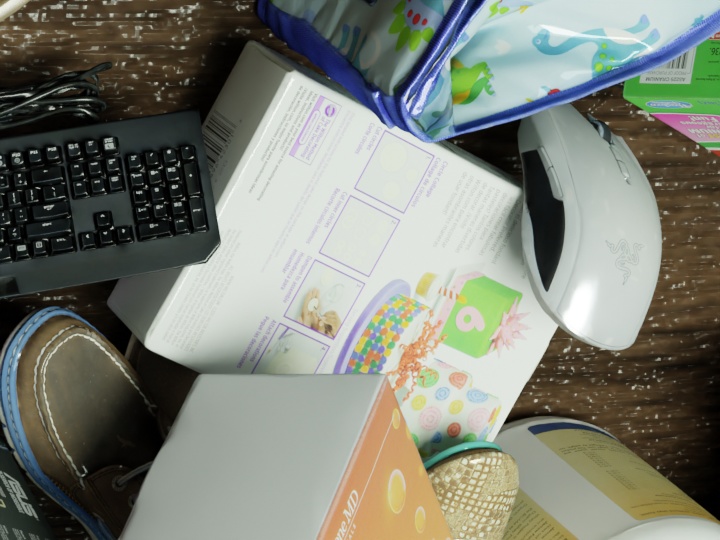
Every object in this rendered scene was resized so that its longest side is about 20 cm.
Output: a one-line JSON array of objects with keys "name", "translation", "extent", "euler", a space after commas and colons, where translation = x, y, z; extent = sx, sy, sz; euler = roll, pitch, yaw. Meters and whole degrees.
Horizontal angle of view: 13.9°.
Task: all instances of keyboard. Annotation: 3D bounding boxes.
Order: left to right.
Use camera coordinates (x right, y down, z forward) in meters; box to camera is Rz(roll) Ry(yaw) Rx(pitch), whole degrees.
[{"name": "keyboard", "translation": [-0.167, -0.040, 1.318], "extent": [0.199, 0.040, 0.105], "euler": [-10, 69, -6]}]

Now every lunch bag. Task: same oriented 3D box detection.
[{"name": "lunch bag", "translation": [0.063, -0.148, 1.351], "extent": [0.200, 0.170, 0.128], "euler": [-37, 122, -8]}]

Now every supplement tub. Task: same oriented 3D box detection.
[{"name": "supplement tub", "translation": [0.123, 0.172, 1.487], "extent": [0.144, 0.200, 0.145], "euler": [-9, 113, -22]}]

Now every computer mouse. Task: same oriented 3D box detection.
[{"name": "computer mouse", "translation": [0.113, -0.051, 1.411], "extent": [0.109, 0.201, 0.044], "euler": [24, 134, -31]}]

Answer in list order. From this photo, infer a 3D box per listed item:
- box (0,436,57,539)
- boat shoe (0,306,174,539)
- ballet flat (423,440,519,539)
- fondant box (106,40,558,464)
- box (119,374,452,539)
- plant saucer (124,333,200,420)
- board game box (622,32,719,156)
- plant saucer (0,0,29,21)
[{"name": "box", "translation": [-0.194, 0.174, 1.319], "extent": [0.043, 0.200, 0.161], "euler": [23, 109, -38]}, {"name": "boat shoe", "translation": [-0.098, 0.098, 1.380], "extent": [0.072, 0.072, 0.200], "euler": [-49, 129, -26]}, {"name": "ballet flat", "translation": [0.026, 0.156, 1.452], "extent": [0.070, 0.066, 0.200], "euler": [5, 147, -23]}, {"name": "fondant box", "translation": [0.000, 0.000, 1.407], "extent": [0.199, 0.058, 0.145], "euler": [26, 96, -30]}, {"name": "box", "translation": [-0.019, 0.160, 1.323], "extent": [0.125, 0.097, 0.201], "euler": [-66, 145, -42]}, {"name": "plant saucer", "translation": [-0.032, 0.052, 1.463], "extent": [0.199, 0.034, 0.201], "euler": [-9, 112, -22]}, {"name": "board game box", "translation": [0.242, -0.073, 1.442], "extent": [0.200, 0.152, 0.041], "euler": [24, 74, -52]}, {"name": "plant saucer", "translation": [-0.204, -0.194, 1.287], "extent": [0.199, 0.029, 0.201], "euler": [-9, 113, -22]}]
